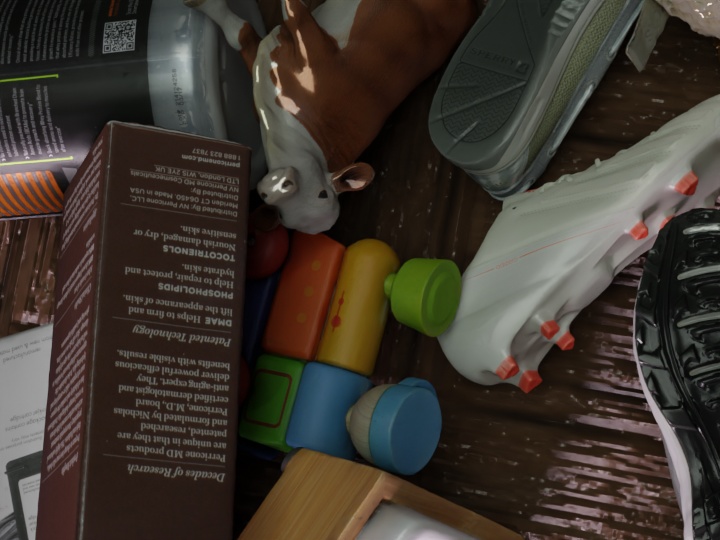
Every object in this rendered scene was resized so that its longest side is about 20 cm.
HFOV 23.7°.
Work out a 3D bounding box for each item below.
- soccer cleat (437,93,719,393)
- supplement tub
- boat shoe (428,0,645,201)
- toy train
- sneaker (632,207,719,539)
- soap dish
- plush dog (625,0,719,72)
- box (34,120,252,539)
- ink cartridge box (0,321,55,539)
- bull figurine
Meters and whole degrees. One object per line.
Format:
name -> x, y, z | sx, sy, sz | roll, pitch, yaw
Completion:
soccer cleat -> 0.113, -0.027, 0.849 | 0.200, 0.069, 0.078 | -43, 59, 4
supplement tub -> -0.154, -0.090, 0.900 | 0.199, 0.123, 0.123 | -3, 80, 14
boat shoe -> 0.108, -0.132, 0.874 | 0.074, 0.065, 0.203 | 24, 82, 36
toy train -> 0.000, 0.000, 0.851 | 0.115, 0.085, 0.201 | 9, 78, 32
sneaker -> 0.169, 0.071, 0.806 | 0.074, 0.079, 0.201 | -8, 84, 4
soap dish -> -0.021, 0.184, 0.811 | 0.081, 0.157, 0.200 | 36, 92, 34
plush dog -> 0.216, -0.163, 0.780 | 0.171, 0.199, 0.161 | -1, 109, 55
box -> -0.098, 0.046, 0.772 | 0.075, 0.100, 0.201 | 10, 70, -19
ink cartridge box -> -0.128, 0.133, 0.860 | 0.067, 0.116, 0.201 | -16, 78, 13
bull figurine -> -0.013, -0.109, 0.844 | 0.065, 0.200, 0.122 | -8, 120, 43
